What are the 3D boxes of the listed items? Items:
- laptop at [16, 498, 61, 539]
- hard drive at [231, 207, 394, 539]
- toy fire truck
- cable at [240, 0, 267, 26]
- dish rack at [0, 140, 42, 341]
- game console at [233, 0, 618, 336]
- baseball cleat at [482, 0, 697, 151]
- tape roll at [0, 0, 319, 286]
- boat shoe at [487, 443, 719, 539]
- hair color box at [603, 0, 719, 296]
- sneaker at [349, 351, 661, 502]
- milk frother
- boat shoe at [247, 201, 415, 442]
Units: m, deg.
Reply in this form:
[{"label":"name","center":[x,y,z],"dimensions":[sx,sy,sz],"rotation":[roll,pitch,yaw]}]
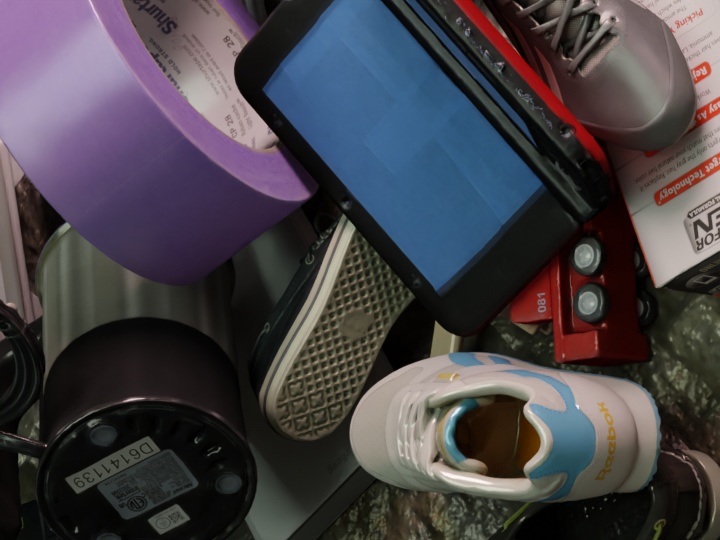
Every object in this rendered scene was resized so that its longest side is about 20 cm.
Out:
[{"label":"laptop","center":[-0.184,0.212,1.476],"dimensions":[0.200,0.103,0.178],"rotation":[-21,71,39]},{"label":"hard drive","center":[-0.052,0.052,1.426],"dimensions":[0.132,0.026,0.200],"rotation":[-47,56,28]},{"label":"toy fire truck","center":[0.086,0.008,1.289],"dimensions":[0.141,0.049,0.200],"rotation":[-10,80,41]},{"label":"cable","center":[-0.139,-0.127,1.493],"dimensions":[0.200,0.069,0.200],"rotation":[-24,70,38]},{"label":"dish rack","center":[-0.226,-0.011,1.515],"dimensions":[0.200,0.043,0.172],"rotation":[155,105,-78]},{"label":"game console","center":[0.021,-0.078,1.209],"dimensions":[0.119,0.172,0.200],"rotation":[-42,81,3]},{"label":"baseball cleat","center":[0.081,-0.135,1.189],"dimensions":[0.070,0.106,0.200],"rotation":[-52,56,18]},{"label":"tape roll","center":[-0.116,-0.097,1.318],"dimensions":[0.085,0.200,0.200],"rotation":[-35,63,20]},{"label":"boat shoe","center":[0.098,0.151,1.255],"dimensions":[0.201,0.061,0.072],"rotation":[-39,61,32]},{"label":"hair color box","center":[0.170,-0.098,1.216],"dimensions":[0.101,0.061,0.200],"rotation":[-32,64,36]},{"label":"sneaker","center":[0.055,0.078,1.219],"dimensions":[0.200,0.081,0.077],"rotation":[-5,84,51]},{"label":"milk frother","center":[-0.159,0.034,1.318],"dimensions":[0.180,0.200,0.188],"rotation":[-13,37,1]},{"label":"boat shoe","center":[0.000,0.000,1.338],"dimensions":[0.200,0.075,0.062],"rotation":[-59,29,0]}]
